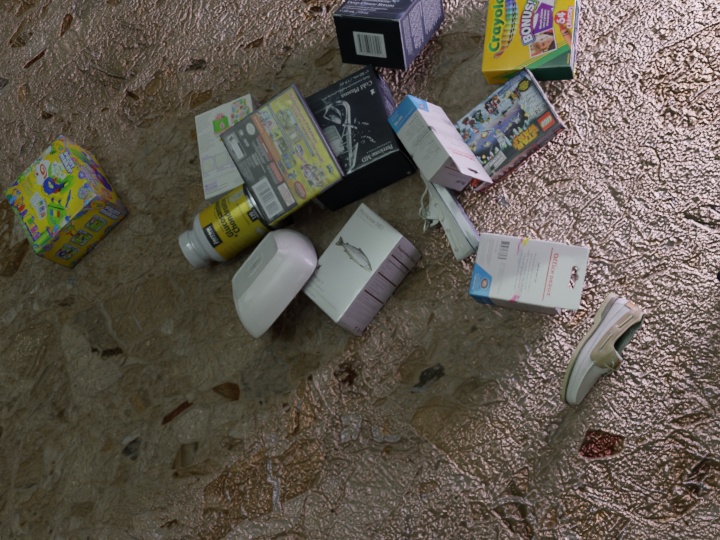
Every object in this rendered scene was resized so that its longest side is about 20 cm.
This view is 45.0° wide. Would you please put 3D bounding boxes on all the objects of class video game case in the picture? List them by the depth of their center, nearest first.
[{"bbox_3d":[-0.148,-0.217,1.649,0.179,0.025,0.203,-31,86,14],"label":"video game case"}]

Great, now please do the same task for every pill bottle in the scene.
[{"bbox_3d":[-0.270,-0.089,1.780,0.198,0.112,0.114,-32,65,11],"label":"pill bottle"}]

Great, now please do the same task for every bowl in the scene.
[{"bbox_3d":[-0.176,0.009,1.670,0.201,0.074,0.200,-49,23,7],"label":"bowl"}]

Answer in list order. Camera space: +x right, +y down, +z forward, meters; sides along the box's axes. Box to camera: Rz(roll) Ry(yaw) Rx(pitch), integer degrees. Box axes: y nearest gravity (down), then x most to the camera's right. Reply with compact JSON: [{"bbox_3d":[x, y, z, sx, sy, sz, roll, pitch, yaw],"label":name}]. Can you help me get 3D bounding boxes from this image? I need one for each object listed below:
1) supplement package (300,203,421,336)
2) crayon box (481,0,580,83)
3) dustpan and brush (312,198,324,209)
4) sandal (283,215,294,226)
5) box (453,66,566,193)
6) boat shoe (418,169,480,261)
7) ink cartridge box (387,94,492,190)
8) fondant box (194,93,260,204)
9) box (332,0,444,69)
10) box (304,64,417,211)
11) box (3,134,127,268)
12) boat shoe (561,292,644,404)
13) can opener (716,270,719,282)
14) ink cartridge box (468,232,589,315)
[{"bbox_3d":[0.000,0.000,1.635,0.116,0.117,0.201,38,91,29],"label":"supplement package"},{"bbox_3d":[0.328,-0.466,1.661,0.169,0.058,0.205,2,76,23],"label":"crayon box"},{"bbox_3d":[-0.132,-0.211,1.768,0.056,0.140,0.204,-19,82,-20],"label":"dustpan and brush"},{"bbox_3d":[-0.170,-0.187,1.741,0.047,0.203,0.075,-26,28,-8],"label":"sandal"},{"bbox_3d":[0.265,-0.260,1.618,0.199,0.040,0.139,-38,64,23],"label":"box"},{"bbox_3d":[0.147,-0.105,1.634,0.085,0.074,0.204,-34,74,14],"label":"boat shoe"},{"bbox_3d":[0.146,-0.220,1.600,0.067,0.115,0.202,-45,59,27],"label":"ink cartridge box"},{"bbox_3d":[-0.271,-0.256,1.859,0.141,0.058,0.205,-17,70,18],"label":"fondant box"},{"bbox_3d":[0.060,-0.499,1.712,0.145,0.109,0.201,12,47,25],"label":"box"},{"bbox_3d":[-0.017,-0.258,1.716,0.197,0.124,0.200,-24,69,15],"label":"box"},{"bbox_3d":[-0.665,-0.154,1.961,0.192,0.122,0.201,-41,63,8],"label":"box"},{"bbox_3d":[0.403,0.138,1.448,0.068,0.075,0.203,26,85,32],"label":"boat shoe"},{"bbox_3d":[0.651,0.058,1.371,0.199,0.063,0.079,41,93,27],"label":"can opener"},{"bbox_3d":[0.301,0.009,1.532,0.196,0.068,0.118,9,79,25],"label":"ink cartridge box"}]
